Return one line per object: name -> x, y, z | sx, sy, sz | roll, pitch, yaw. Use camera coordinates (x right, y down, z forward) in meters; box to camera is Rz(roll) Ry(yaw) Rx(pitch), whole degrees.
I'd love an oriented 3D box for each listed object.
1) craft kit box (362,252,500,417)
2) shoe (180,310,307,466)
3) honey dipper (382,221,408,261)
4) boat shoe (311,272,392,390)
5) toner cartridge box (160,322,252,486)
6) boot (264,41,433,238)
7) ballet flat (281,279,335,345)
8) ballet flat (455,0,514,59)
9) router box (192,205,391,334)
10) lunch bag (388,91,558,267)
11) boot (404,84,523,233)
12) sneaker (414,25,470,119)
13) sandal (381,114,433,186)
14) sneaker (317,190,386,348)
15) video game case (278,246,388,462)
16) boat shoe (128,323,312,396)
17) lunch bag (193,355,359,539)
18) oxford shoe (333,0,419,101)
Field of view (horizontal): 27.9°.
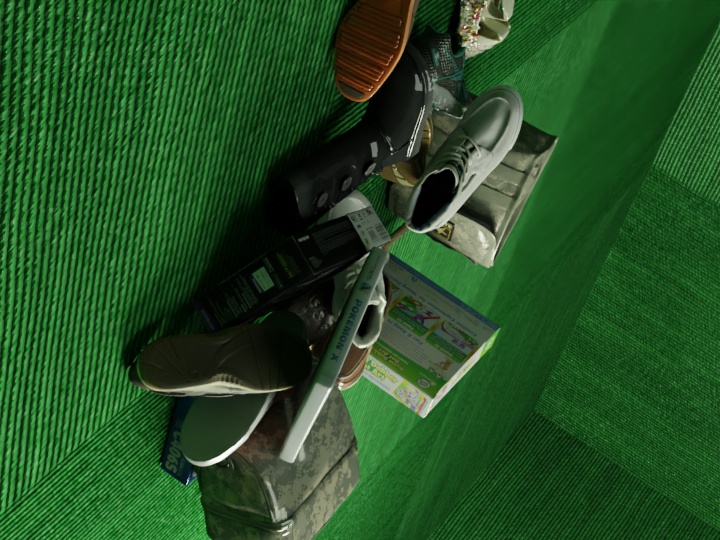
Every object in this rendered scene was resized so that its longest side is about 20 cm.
craft kit box -> 0.059, 0.081, 1.947 | 0.197, 0.200, 0.049 | -37, 157, -50
shoe -> -0.122, 0.142, 1.617 | 0.200, 0.071, 0.091 | -55, 162, -17
honey dipper -> 0.047, -0.047, 1.981 | 0.200, 0.038, 0.038 | -44, 160, -52
boat shoe -> -0.009, 0.070, 1.837 | 0.200, 0.075, 0.072 | -67, -179, -50
toner cartridge box -> -0.174, 0.152, 1.693 | 0.095, 0.043, 0.201 | -42, 158, -46
boot -> -0.016, -0.140, 1.561 | 0.200, 0.066, 0.165 | -32, 145, -27
ballet flat -> -0.049, 0.012, 1.796 | 0.201, 0.067, 0.046 | -63, -153, 16
ballet flat -> 0.152, -0.311, 1.753 | 0.076, 0.064, 0.200 | -52, 164, -20
router box -> -0.071, -0.001, 1.581 | 0.149, 0.051, 0.200 | -32, 177, 27
lunch bag -> 0.137, -0.115, 1.897 | 0.118, 0.163, 0.201 | -41, 158, -59
boot -> 0.123, -0.127, 1.712 | 0.201, 0.073, 0.096 | -58, 177, 16
sneaker -> 0.102, -0.238, 1.730 | 0.092, 0.077, 0.200 | -63, 165, 6
sandal -> 0.054, -0.161, 1.734 | 0.200, 0.080, 0.054 | 81, 28, -69
sneaker -> 0.000, 0.000, 1.718 | 0.099, 0.077, 0.201 | -117, -165, -66
video game case -> -0.031, 0.095, 1.594 | 0.200, 0.022, 0.183 | 115, -1, -56
boat shoe -> -0.147, 0.095, 1.510 | 0.200, 0.072, 0.066 | -2, 172, -34
lunch bag -> -0.098, 0.216, 1.712 | 0.200, 0.139, 0.169 | -43, 138, -43
oxford shoe -> 0.032, -0.265, 1.469 | 0.073, 0.071, 0.201 | -39, 156, -61
